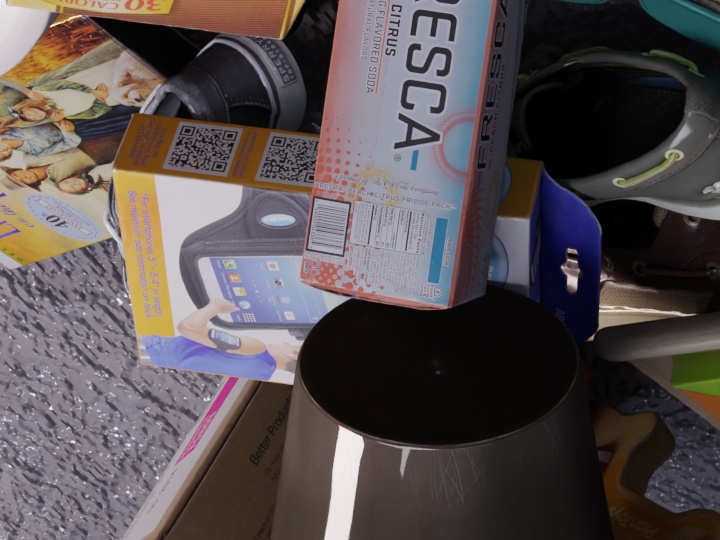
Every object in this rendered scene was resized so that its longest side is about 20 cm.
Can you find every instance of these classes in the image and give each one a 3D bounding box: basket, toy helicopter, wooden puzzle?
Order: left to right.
[{"bbox_3d":[0.034,0.116,1.184,0.179,0.136,0.201,-4,125,-4],"label":"basket"},{"bbox_3d":[0.099,0.116,1.308,0.079,0.132,0.200,56,164,-24],"label":"toy helicopter"},{"bbox_3d":[0.223,0.056,1.224,0.184,0.037,0.200,-9,155,36],"label":"wooden puzzle"}]

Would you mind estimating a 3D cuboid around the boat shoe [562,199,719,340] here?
[{"bbox_3d":[0.152,-0.019,1.245,0.199,0.072,0.072,-6,127,42],"label":"boat shoe"}]

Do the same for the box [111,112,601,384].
[{"bbox_3d":[0.000,0.000,1.209,0.199,0.042,0.119,8,136,12],"label":"box"}]

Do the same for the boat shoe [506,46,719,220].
[{"bbox_3d":[0.089,-0.060,1.209,0.060,0.072,0.201,27,165,-38],"label":"boat shoe"}]

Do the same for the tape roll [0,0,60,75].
[{"bbox_3d":[-0.186,-0.195,1.224,0.202,0.139,0.204,16,135,17],"label":"tape roll"}]

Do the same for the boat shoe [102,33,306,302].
[{"bbox_3d":[-0.083,-0.029,1.284,0.072,0.068,0.200,49,146,12],"label":"boat shoe"}]

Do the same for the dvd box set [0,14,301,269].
[{"bbox_3d":[-0.147,-0.067,1.368,0.199,0.030,0.146,-15,140,39],"label":"dvd box set"}]

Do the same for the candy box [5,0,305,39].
[{"bbox_3d":[-0.053,-0.165,1.056,0.116,0.057,0.200,5,151,-18],"label":"candy box"}]

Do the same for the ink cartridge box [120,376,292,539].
[{"bbox_3d":[-0.019,0.134,1.386,0.165,0.200,0.075,42,136,-10],"label":"ink cartridge box"}]

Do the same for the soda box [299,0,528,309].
[{"bbox_3d":[0.027,-0.088,1.110,0.063,0.068,0.201,10,97,13],"label":"soda box"}]

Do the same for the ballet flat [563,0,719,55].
[{"bbox_3d":[0.113,-0.133,1.159,0.199,0.076,0.068,19,166,14],"label":"ballet flat"}]

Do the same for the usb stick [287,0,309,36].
[{"bbox_3d":[-0.023,-0.174,1.228,0.055,0.033,0.200,36,138,6],"label":"usb stick"}]
